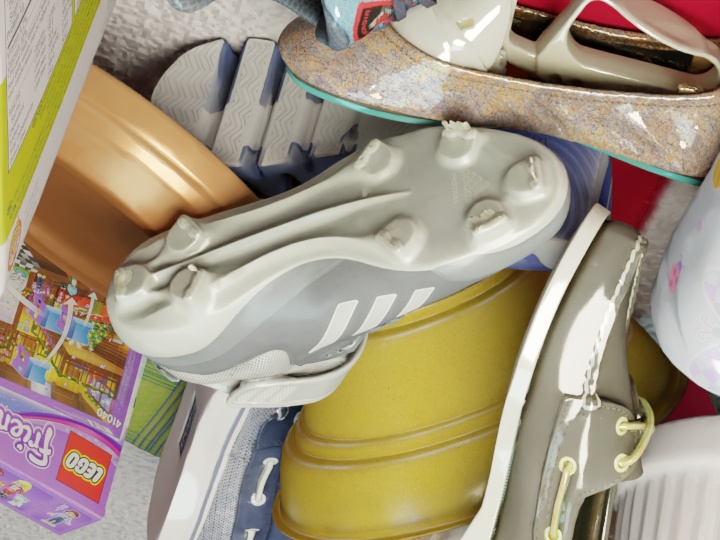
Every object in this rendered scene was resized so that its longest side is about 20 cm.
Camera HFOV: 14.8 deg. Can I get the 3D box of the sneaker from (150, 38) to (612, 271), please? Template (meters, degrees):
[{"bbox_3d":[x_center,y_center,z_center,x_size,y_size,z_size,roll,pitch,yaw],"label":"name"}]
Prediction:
[{"bbox_3d":[0.015,-0.035,1.191,0.198,0.081,0.115,12,153,16],"label":"sneaker"}]

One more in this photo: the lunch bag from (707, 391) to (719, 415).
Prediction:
[{"bbox_3d":[0.252,0.045,1.174,0.170,0.122,0.200,-14,135,46],"label":"lunch bag"}]

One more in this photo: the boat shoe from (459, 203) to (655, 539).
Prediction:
[{"bbox_3d":[0.085,0.073,1.103,0.060,0.072,0.203,21,111,15],"label":"boat shoe"}]

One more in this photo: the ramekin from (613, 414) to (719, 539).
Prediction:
[{"bbox_3d":[0.193,0.144,1.134,0.199,0.106,0.200,13,159,5],"label":"ramekin"}]

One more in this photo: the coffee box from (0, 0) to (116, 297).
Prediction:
[{"bbox_3d":[-0.190,-0.143,0.929,0.199,0.200,0.198,10,134,5],"label":"coffee box"}]

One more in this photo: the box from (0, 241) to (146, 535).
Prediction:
[{"bbox_3d":[-0.189,0.018,1.285,0.200,0.137,0.039,34,143,-29],"label":"box"}]

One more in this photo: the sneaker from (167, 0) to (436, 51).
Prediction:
[{"bbox_3d":[0.015,-0.116,1.029,0.199,0.096,0.079,7,149,11],"label":"sneaker"}]

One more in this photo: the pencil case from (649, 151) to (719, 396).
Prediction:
[{"bbox_3d":[0.185,-0.036,1.051,0.090,0.083,0.200,14,129,-12],"label":"pencil case"}]

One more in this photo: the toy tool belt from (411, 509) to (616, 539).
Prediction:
[{"bbox_3d":[0.082,0.130,1.349,0.123,0.125,0.200,-31,161,27],"label":"toy tool belt"}]

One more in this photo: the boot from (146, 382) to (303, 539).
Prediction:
[{"bbox_3d":[-0.038,0.069,1.355,0.090,0.073,0.200,11,133,-14],"label":"boot"}]

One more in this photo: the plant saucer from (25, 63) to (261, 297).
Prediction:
[{"bbox_3d":[-0.115,-0.033,1.198,0.200,0.038,0.200,32,162,12],"label":"plant saucer"}]

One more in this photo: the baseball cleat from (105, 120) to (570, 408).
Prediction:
[{"bbox_3d":[0.000,0.000,1.112,0.199,0.070,0.106,-12,147,20],"label":"baseball cleat"}]

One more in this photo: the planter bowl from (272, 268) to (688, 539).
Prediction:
[{"bbox_3d":[0.040,0.041,1.240,0.200,0.200,0.084,-11,107,35],"label":"planter bowl"}]

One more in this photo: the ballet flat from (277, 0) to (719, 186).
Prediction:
[{"bbox_3d":[0.069,-0.089,1.098,0.199,0.068,0.067,11,130,-6],"label":"ballet flat"}]

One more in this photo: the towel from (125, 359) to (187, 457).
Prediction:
[{"bbox_3d":[-0.034,0.086,1.447,0.199,0.023,0.144,21,149,-12],"label":"towel"}]
